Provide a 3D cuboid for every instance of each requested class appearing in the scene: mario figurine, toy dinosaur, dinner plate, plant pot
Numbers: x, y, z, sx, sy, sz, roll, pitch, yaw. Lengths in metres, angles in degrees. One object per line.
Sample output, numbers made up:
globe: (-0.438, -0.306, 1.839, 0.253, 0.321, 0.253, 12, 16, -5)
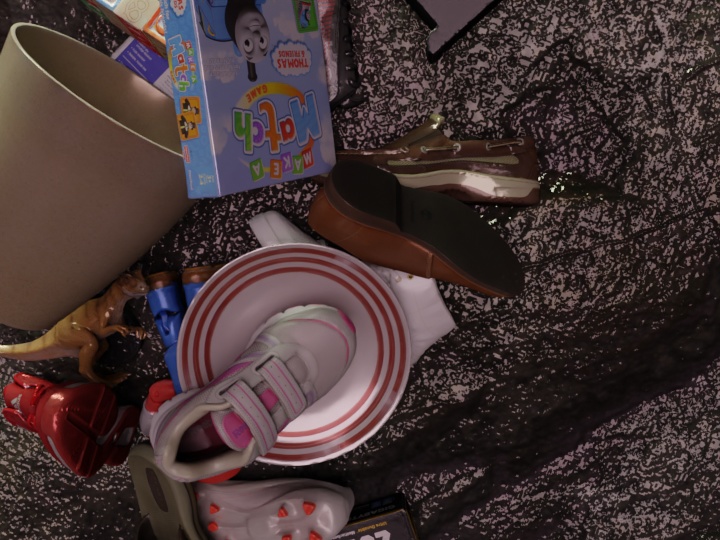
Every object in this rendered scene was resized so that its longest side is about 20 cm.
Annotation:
mario figurine: (-0.145, 0.097, 0.813, 0.106, 0.123, 0.200, -8, 91, -38)
toy dinosaur: (-0.259, 0.062, 0.793, 0.200, 0.060, 0.106, -27, 96, 13)
dinner plate: (-0.056, 0.072, 0.750, 0.200, 0.024, 0.200, -2, 103, -7)
plant pot: (-0.237, -0.058, 0.693, 0.187, 0.187, 0.200, 36, 103, -4)

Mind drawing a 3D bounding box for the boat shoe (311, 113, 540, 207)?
boat shoe: (0.059, -0.100, 0.769, 0.202, 0.075, 0.075, 4, 90, -10)

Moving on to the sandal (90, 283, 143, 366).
sandal: (-0.268, -0.001, 0.811, 0.075, 0.045, 0.200, -22, 112, 10)

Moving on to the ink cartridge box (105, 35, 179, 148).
ink cartridge box: (-0.189, -0.151, 0.783, 0.200, 0.039, 0.099, -43, 95, 9)

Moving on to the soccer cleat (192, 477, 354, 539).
soccer cleat: (-0.101, 0.229, 0.826, 0.200, 0.078, 0.069, -4, 92, 22)

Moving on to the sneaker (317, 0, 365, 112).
sneaker: (-0.032, -0.191, 0.756, 0.098, 0.071, 0.201, 20, 101, -1)

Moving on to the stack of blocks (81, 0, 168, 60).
stack of blocks: (-0.135, -0.280, 0.720, 0.115, 0.059, 0.200, 33, 86, 9)

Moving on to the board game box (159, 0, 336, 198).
board game box: (-0.082, -0.164, 0.653, 0.037, 0.151, 0.200, 1, 103, 32)

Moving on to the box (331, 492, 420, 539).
box: (-0.027, 0.321, 0.845, 0.200, 0.049, 0.160, -17, 96, 4)

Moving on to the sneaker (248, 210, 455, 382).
sneaker: (0.000, 0.000, 0.788, 0.116, 0.074, 0.200, -40, 104, 4)

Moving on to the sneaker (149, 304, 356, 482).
sneaker: (-0.083, 0.107, 0.698, 0.200, 0.088, 0.081, -39, 105, 3)

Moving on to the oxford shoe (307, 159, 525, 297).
oxford shoe: (0.048, -0.024, 0.735, 0.200, 0.071, 0.071, 26, 138, -17)

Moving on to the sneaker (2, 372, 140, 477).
sneaker: (-0.270, 0.128, 0.752, 0.115, 0.200, 0.078, 14, 71, 4)

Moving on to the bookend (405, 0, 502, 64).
bookend: (0.071, -0.315, 0.723, 0.200, 0.092, 0.199, -42, 94, 8)

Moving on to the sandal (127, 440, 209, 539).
sandal: (-0.173, 0.250, 0.779, 0.080, 0.057, 0.201, -9, 105, 36)
